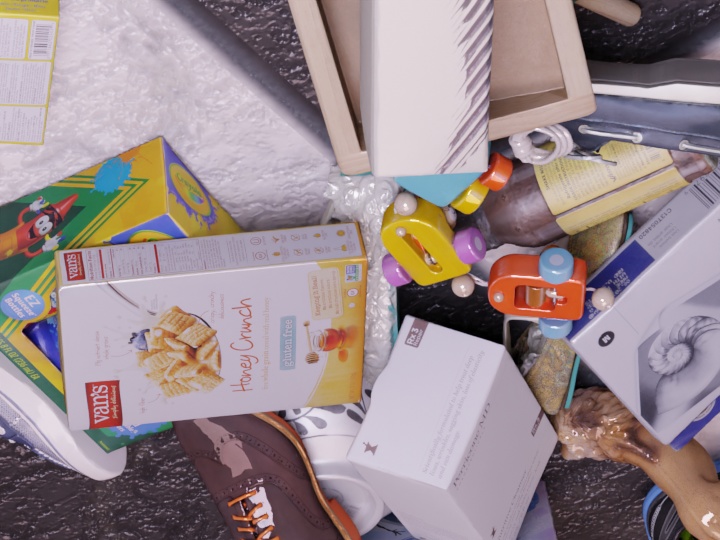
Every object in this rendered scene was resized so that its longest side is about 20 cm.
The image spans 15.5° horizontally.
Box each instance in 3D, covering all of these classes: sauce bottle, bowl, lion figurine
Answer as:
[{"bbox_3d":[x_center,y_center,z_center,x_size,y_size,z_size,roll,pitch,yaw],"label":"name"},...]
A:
[{"bbox_3d":[0.134,-0.056,1.742,0.199,0.065,0.065,-22,138,18],"label":"sauce bottle"},{"bbox_3d":[-0.031,0.138,1.923,0.200,0.094,0.201,-4,140,-3],"label":"bowl"},{"bbox_3d":[0.235,0.147,1.924,0.122,0.200,0.073,0,118,-44],"label":"lion figurine"}]

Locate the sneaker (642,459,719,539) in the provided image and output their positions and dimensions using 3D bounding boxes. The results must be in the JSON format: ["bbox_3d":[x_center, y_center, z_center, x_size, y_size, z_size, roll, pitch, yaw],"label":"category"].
[{"bbox_3d":[0.308,0.172,2.021,0.199,0.083,0.071,-30,135,25],"label":"sneaker"}]

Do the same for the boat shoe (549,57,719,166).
[{"bbox_3d":[0.153,-0.100,1.662,0.199,0.075,0.062,2,111,5],"label":"boat shoe"}]

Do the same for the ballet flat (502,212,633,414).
[{"bbox_3d":[0.136,0.026,1.843,0.070,0.071,0.200,2,139,-11],"label":"ballet flat"}]

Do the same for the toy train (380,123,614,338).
[{"bbox_3d":[0.085,-0.041,1.680,0.150,0.056,0.200,2,139,10],"label":"toy train"}]

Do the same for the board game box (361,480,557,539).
[{"bbox_3d":[0.050,0.227,1.965,0.198,0.200,0.044,-9,109,2],"label":"board game box"}]

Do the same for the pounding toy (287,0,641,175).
[{"bbox_3d":[0.064,-0.168,1.567,0.199,0.142,0.185,-14,125,4],"label":"pounding toy"}]

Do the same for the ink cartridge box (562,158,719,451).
[{"bbox_3d":[0.251,0.024,1.814,0.200,0.041,0.200,-44,134,3],"label":"ink cartridge box"}]

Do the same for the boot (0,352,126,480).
[{"bbox_3d":[-0.252,0.088,1.860,0.090,0.073,0.200,-18,132,26],"label":"boot"}]

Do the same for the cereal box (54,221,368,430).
[{"bbox_3d":[-0.097,0.038,1.725,0.199,0.040,0.144,-6,138,-7],"label":"cereal box"}]

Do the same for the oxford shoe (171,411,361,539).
[{"bbox_3d":[-0.065,0.160,1.826,0.071,0.073,0.200,-28,118,25],"label":"oxford shoe"}]

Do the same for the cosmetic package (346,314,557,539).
[{"bbox_3d":[0.067,0.122,1.843,0.081,0.113,0.200,18,166,20],"label":"cosmetic package"}]

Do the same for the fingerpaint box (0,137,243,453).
[{"bbox_3d":[-0.152,0.022,1.783,0.166,0.074,0.200,-22,138,16],"label":"fingerpaint box"}]

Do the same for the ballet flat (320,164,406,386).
[{"bbox_3d":[0.000,0.000,1.793,0.071,0.072,0.200,-3,132,-5],"label":"ballet flat"}]

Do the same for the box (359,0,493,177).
[{"bbox_3d":[0.035,-0.155,1.439,0.068,0.082,0.201,-3,126,-4],"label":"box"}]

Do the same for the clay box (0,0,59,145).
[{"bbox_3d":[-0.286,-0.134,1.600,0.199,0.048,0.115,4,139,-11],"label":"clay box"}]
